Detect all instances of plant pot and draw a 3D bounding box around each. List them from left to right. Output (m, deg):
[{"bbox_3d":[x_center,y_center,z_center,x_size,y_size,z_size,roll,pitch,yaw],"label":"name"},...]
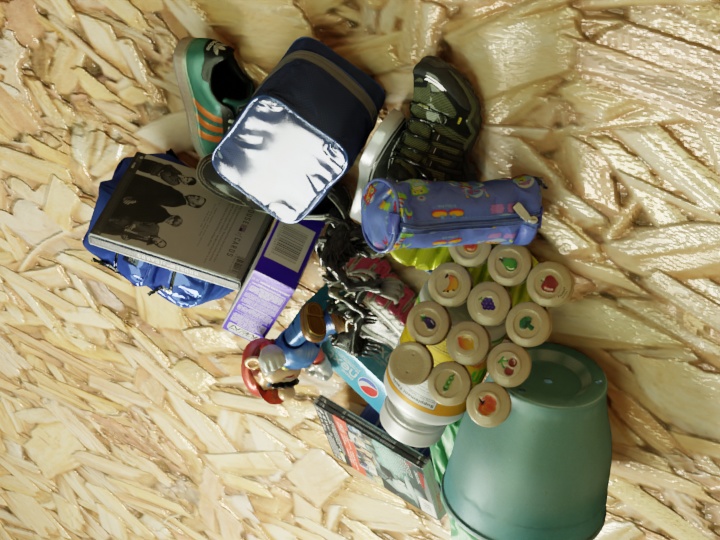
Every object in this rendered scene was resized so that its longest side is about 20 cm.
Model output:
[{"bbox_3d":[0.206,0.193,1.637,0.200,0.200,0.188,25,124,27],"label":"plant pot"}]

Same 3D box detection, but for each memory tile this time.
[{"bbox_3d":[0.131,0.059,1.555,0.153,0.017,0.200,28,97,18],"label":"memory tile"}]

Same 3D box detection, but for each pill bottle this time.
[{"bbox_3d":[0.093,0.112,1.677,0.111,0.111,0.200,34,125,17],"label":"pill bottle"}]

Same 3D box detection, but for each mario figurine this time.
[{"bbox_3d":[-0.078,0.119,1.786,0.123,0.106,0.200,28,140,-17],"label":"mario figurine"}]

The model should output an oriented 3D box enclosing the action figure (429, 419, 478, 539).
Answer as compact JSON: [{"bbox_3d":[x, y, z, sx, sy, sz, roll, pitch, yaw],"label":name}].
[{"bbox_3d":[0.139,0.261,1.861,0.118,0.055,0.200,-16,100,33],"label":"action figure"}]

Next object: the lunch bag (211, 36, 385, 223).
[{"bbox_3d":[-0.069,-0.161,1.616,0.136,0.132,0.200,38,143,-9],"label":"lunch bag"}]

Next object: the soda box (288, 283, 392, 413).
[{"bbox_3d":[0.005,0.109,1.854,0.200,0.068,0.064,43,146,5],"label":"soda box"}]

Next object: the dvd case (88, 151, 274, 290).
[{"bbox_3d":[-0.217,-0.064,1.758,0.200,0.150,0.025,18,142,6],"label":"dvd case"}]

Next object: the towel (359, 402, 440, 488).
[{"bbox_3d":[0.084,0.251,1.956,0.200,0.024,0.145,38,142,9],"label":"towel"}]

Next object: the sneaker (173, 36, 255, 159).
[{"bbox_3d":[-0.166,-0.193,1.734,0.080,0.071,0.200,13,136,34],"label":"sneaker"}]

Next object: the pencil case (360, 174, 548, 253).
[{"bbox_3d":[0.101,-0.060,1.483,0.087,0.200,0.078,-152,62,-61],"label":"pencil case"}]

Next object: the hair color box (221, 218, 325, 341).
[{"bbox_3d":[-0.113,0.008,1.816,0.065,0.109,0.200,27,152,-7],"label":"hair color box"}]

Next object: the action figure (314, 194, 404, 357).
[{"bbox_3d":[0.000,0.000,1.633,0.102,0.119,0.200,-1,133,2],"label":"action figure"}]

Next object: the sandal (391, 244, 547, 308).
[{"bbox_3d":[0.131,-0.010,1.616,0.200,0.080,0.087,28,-177,10],"label":"sandal"}]

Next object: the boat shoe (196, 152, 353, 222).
[{"bbox_3d":[-0.107,-0.104,1.711,0.200,0.063,0.073,16,96,5],"label":"boat shoe"}]

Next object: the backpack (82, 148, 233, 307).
[{"bbox_3d":[-0.252,-0.039,1.858,0.200,0.168,0.163,31,119,21],"label":"backpack"}]

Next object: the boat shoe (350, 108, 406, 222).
[{"bbox_3d":[0.036,-0.105,1.610,0.068,0.074,0.200,31,145,10],"label":"boat shoe"}]

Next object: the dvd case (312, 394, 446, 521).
[{"bbox_3d":[0.027,0.262,1.967,0.200,0.022,0.146,28,153,33],"label":"dvd case"}]

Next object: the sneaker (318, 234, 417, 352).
[{"bbox_3d":[0.013,0.038,1.771,0.200,0.074,0.087,44,139,-4],"label":"sneaker"}]

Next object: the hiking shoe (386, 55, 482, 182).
[{"bbox_3d":[0.075,-0.131,1.514,0.076,0.101,0.200,25,139,36],"label":"hiking shoe"}]
